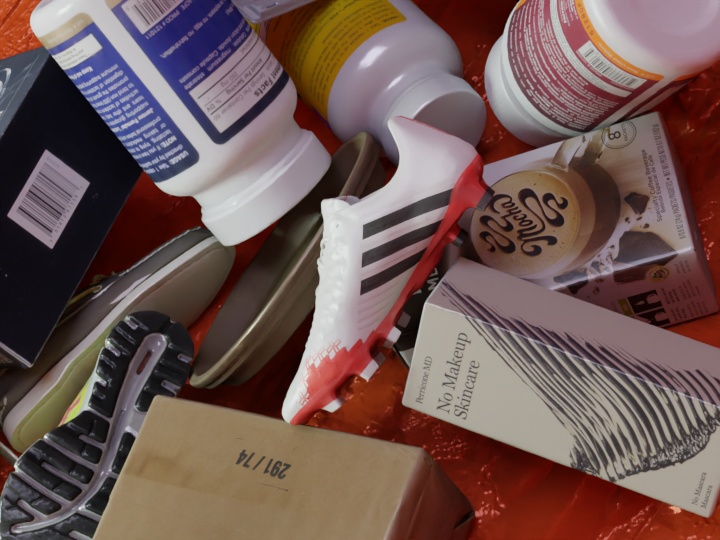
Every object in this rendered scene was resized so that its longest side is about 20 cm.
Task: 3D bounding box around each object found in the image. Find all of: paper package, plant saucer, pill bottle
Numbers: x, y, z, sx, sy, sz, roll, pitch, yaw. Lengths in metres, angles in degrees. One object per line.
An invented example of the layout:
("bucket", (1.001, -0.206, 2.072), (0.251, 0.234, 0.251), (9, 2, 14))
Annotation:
("paper package", (-0.057, 0.189, 1.458), (0.200, 0.103, 0.191), (8, 61, 28))
("plant saucer", (-0.044, -0.002, 1.554), (0.029, 0.200, 0.200), (36, 72, -9))
("pill bottle", (-0.114, -0.121, 1.574), (0.116, 0.200, 0.116), (-35, 14, 10))
("pill bottle", (0.155, -0.148, 1.523), (0.109, 0.200, 0.110), (5, 75, -18))
("pill bottle", (0.001, -0.147, 1.653), (0.104, 0.104, 0.200), (-39, 52, -5))

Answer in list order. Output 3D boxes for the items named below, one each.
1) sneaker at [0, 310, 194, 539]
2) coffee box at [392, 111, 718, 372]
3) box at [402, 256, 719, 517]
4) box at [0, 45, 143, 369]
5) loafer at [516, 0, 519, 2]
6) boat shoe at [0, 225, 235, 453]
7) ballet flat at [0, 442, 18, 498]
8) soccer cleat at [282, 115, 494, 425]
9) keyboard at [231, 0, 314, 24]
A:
("sneaker", (-0.171, 0.125, 1.558), (0.078, 0.090, 0.200), (32, 59, 2))
("coffee box", (0.115, -0.010, 1.530), (0.200, 0.080, 0.113), (-17, 55, 12))
("box", (0.132, 0.068, 1.426), (0.200, 0.082, 0.068), (18, 31, 13))
("box", (-0.259, -0.038, 1.646), (0.182, 0.104, 0.200), (-9, 49, 55))
("loafer", (0.163, -0.196, 1.651), (0.063, 0.072, 0.200), (-33, 56, -26))
("boat shoe", (-0.174, 0.036, 1.627), (0.202, 0.072, 0.060), (-42, 57, -3))
("ballet flat", (-0.236, 0.164, 1.578), (0.069, 0.069, 0.200), (-36, 52, -2))
("soccer cleat", (0.000, 0.000, 1.444), (0.085, 0.069, 0.200), (35, 96, 2))
("keyboard", (-0.012, -0.215, 1.644), (0.200, 0.011, 0.056), (-26, 45, -33))
